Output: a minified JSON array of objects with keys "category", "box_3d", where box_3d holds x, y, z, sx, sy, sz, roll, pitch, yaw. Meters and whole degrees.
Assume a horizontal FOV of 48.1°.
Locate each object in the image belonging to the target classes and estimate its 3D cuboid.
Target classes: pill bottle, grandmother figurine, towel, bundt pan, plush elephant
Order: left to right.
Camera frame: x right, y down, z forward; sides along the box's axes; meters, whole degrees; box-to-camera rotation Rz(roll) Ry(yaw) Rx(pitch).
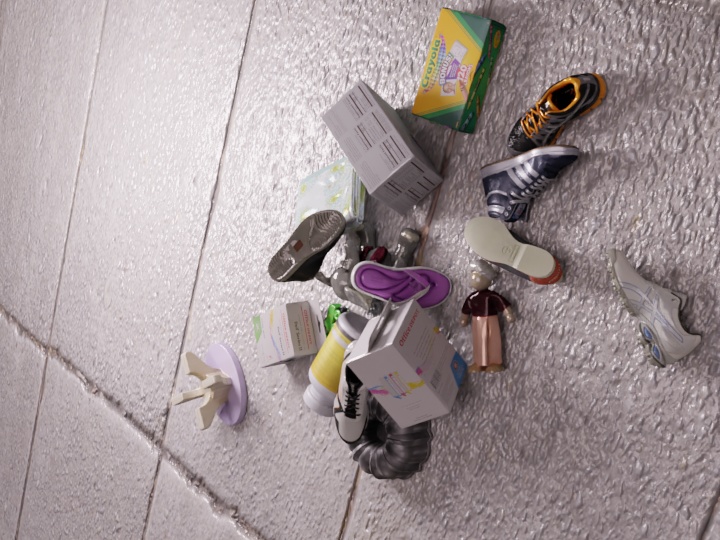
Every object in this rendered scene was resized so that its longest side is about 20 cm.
[{"category":"towel","box_3d":[-0.066,-0.142,1.682,0.198,0.048,0.174,-24,48,39]},{"category":"pill bottle","box_3d":[-0.038,0.195,1.652,0.112,0.111,0.202,41,110,33]},{"category":"plush elephant","box_3d":[0.000,0.000,1.596,0.163,0.153,0.204,20,103,39]},{"category":"bundt pan","box_3d":[0.045,0.323,1.616,0.199,0.075,0.207,0,90,41]},{"category":"grandmother figurine","box_3d":[0.227,0.081,1.465,0.119,0.060,0.205,-6,89,32]}]

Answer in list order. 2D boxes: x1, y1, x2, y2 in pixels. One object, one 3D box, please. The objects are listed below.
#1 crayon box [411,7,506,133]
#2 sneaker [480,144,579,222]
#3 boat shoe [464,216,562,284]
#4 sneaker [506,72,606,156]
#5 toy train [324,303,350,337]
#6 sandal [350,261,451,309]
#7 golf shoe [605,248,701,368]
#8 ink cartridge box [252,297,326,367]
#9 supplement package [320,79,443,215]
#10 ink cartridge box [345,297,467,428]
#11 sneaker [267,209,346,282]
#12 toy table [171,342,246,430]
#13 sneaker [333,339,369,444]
[{"category":"crayon box","box_3d":[0.180,-0.370,1.497,0.118,0.058,0.204,28,108,37]},{"category":"sneaker","box_3d":[0.294,-0.145,1.391,0.198,0.069,0.111,-12,78,48]},{"category":"boat shoe","box_3d":[0.268,-0.032,1.422,0.198,0.062,0.072,31,92,37]},{"category":"sneaker","box_3d":[0.317,-0.267,1.367,0.200,0.076,0.079,-42,66,35]},{"category":"toy train","box_3d":[-0.066,0.167,1.736,0.056,0.041,0.204,28,109,48]},{"category":"sandal","box_3d":[0.080,0.032,1.509,0.050,0.198,0.084,-155,72,-75]},{"category":"golf shoe","box_3d":[0.457,0.046,1.264,0.096,0.078,0.203,-29,77,20]},{"category":"ink cartridge box","box_3d":[-0.157,0.137,1.770,0.199,0.066,0.120,-25,74,52]},{"category":"supplement package","box_3d":[0.042,-0.232,1.544,0.110,0.155,0.202,-38,65,15]},{"category":"ink cartridge box","box_3d":[0.080,0.163,1.487,0.124,0.129,0.201,-27,110,39]},{"category":"sneaker","box_3d":[-0.090,-0.049,1.622,0.199,0.106,0.076,-38,69,23]},{"category":"toy table","box_3d":[-0.363,0.280,1.949,0.184,0.116,0.202,-42,65,34]},{"category":"sneaker","box_3d":[-0.018,0.240,1.551,0.072,0.080,0.205,5,100,4]}]
